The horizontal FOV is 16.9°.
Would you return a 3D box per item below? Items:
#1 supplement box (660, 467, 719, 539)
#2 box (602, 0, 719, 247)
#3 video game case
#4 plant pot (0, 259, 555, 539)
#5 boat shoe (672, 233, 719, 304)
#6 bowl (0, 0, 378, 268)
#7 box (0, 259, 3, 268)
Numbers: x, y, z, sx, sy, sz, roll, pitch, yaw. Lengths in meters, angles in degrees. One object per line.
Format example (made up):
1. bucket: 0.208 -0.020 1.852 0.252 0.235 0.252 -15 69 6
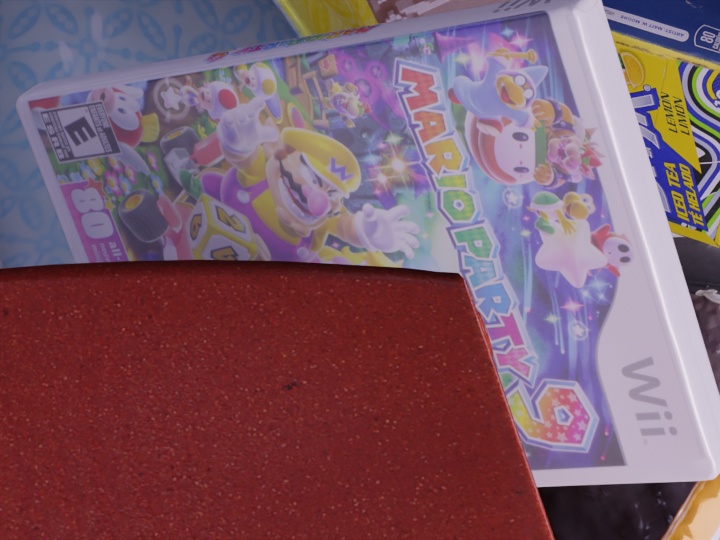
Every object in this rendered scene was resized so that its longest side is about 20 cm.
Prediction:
1. supplement box: 0.176 0.137 0.722 0.199 0.126 0.074 32 80 13
2. box: 0.117 -0.100 0.766 0.064 0.070 0.200 18 44 12
3. video game case: 0.000 0.000 0.712 0.199 0.018 0.144 -6 113 34
4. plant pot: -0.029 0.113 0.634 0.175 0.201 0.201 -16 51 -1
5. boat shoe: 0.139 -0.021 0.799 0.198 0.060 0.075 3 71 -7
6. bowl: -0.059 -0.060 0.798 0.199 0.201 0.108 32 39 14
7. box: -0.143 -0.007 0.780 0.041 0.039 0.201 -30 114 -31
